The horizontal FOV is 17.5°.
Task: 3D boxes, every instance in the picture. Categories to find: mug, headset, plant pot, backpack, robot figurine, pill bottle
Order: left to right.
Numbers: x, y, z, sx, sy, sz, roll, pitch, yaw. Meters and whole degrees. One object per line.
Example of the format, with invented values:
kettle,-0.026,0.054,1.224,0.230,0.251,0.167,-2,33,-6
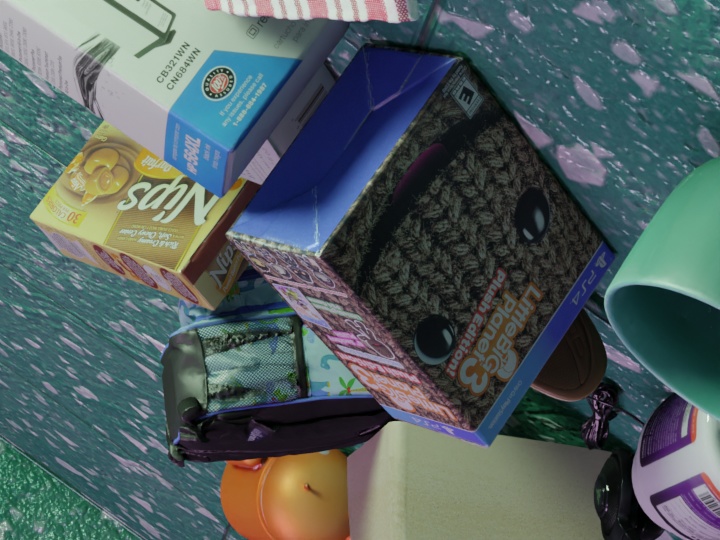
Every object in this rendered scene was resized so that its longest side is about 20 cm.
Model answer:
backpack,-0.057,0.070,1.872,0.199,0.148,0.183,-4,169,-8
robot figurine,-0.069,0.230,2.402,0.200,0.116,0.145,1,106,62
plant pot,0.093,0.236,1.879,0.198,0.178,0.200,9,165,-9
headset,0.218,0.163,1.680,0.200,0.123,0.094,59,150,36
pill bottle,0.245,0.121,1.523,0.111,0.112,0.200,36,163,-1
mug,0.234,0.011,1.251,0.185,0.115,0.152,11,150,52

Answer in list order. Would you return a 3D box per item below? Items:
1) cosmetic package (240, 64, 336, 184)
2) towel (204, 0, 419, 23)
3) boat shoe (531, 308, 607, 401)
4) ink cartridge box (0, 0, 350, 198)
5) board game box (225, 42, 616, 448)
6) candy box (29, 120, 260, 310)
cosmetic package,-0.101,-0.124,1.613,0.199,0.074,0.102,20,156,40
towel,-0.044,-0.210,1.274,0.199,0.030,0.147,12,124,52
boat shoe,0.093,0.022,1.634,0.201,0.072,0.066,38,173,18
ink cartridge box,-0.122,-0.165,1.418,0.199,0.146,0.084,34,162,4
board game box,0.042,-0.016,1.473,0.097,0.160,0.200,15,154,49
candy box,-0.157,-0.050,1.838,0.199,0.116,0.055,19,157,44
